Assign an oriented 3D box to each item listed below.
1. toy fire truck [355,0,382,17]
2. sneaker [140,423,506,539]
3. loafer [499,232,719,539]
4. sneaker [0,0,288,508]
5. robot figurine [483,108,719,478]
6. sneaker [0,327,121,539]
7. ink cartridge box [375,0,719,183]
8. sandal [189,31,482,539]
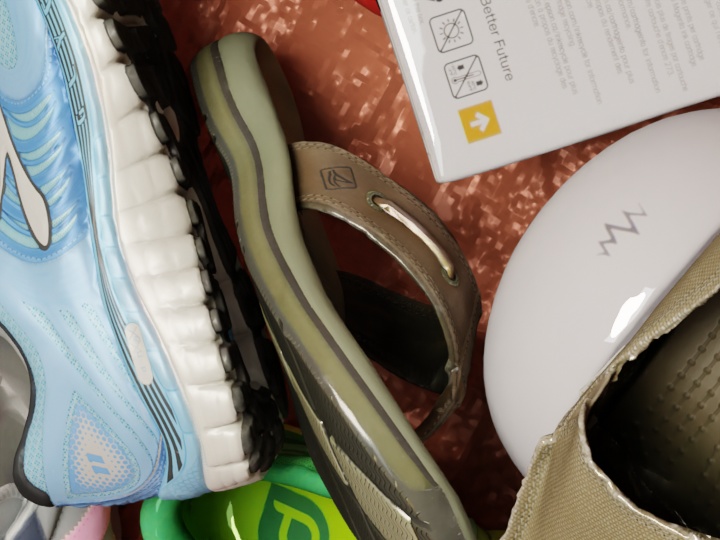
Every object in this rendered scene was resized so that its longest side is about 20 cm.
[{"bbox_3d":[-0.051,-0.133,0.838,0.141,0.049,0.200,-44,77,19],"label":"toy fire truck"},{"bbox_3d":[0.025,0.099,0.796,0.200,0.084,0.074,17,98,21],"label":"sneaker"},{"bbox_3d":[0.071,0.053,0.651,0.076,0.067,0.200,33,114,20],"label":"loafer"},{"bbox_3d":[-0.092,-0.027,0.786,0.090,0.078,0.200,-20,79,9],"label":"sneaker"},{"bbox_3d":[0.124,0.048,0.734,0.200,0.150,0.125,40,130,16],"label":"robot figurine"},{"bbox_3d":[-0.106,0.095,0.851,0.070,0.082,0.200,-10,88,22],"label":"sneaker"},{"bbox_3d":[0.100,-0.098,0.760,0.200,0.037,0.095,-18,92,4],"label":"ink cartridge box"},{"bbox_3d":[0.000,-0.001,0.772,0.057,0.080,0.201,-18,47,-1],"label":"sandal"}]
